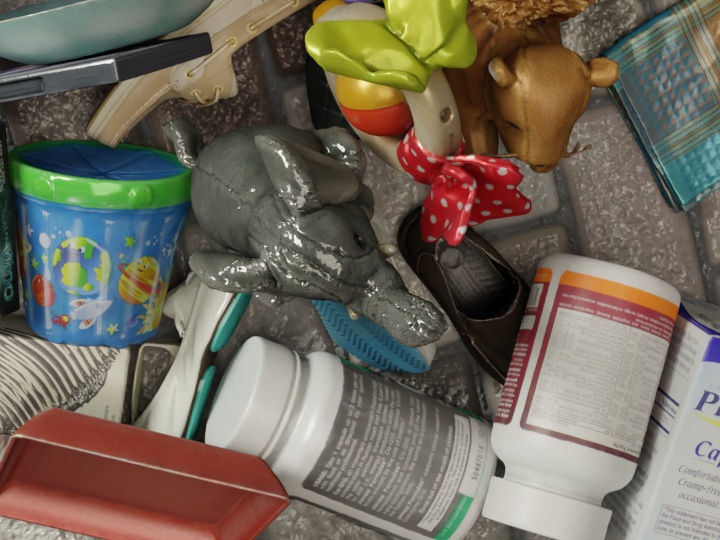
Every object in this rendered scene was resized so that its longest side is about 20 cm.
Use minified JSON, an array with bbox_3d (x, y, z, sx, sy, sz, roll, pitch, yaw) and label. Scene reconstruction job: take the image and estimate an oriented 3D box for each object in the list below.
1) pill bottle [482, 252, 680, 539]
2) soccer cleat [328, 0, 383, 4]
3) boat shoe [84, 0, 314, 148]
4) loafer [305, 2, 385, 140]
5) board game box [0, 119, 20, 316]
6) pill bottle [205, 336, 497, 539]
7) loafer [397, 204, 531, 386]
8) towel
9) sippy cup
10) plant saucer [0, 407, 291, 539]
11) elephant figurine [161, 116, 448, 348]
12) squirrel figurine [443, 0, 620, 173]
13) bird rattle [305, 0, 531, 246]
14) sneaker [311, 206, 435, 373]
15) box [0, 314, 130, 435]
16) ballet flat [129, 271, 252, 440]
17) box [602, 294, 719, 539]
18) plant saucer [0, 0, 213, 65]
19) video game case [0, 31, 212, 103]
[{"bbox_3d":[0.159,0.096,1.336,0.109,0.110,0.200,17,85,-13],"label":"pill bottle"},{"bbox_3d":[0.058,-0.236,1.245,0.200,0.076,0.067,-20,95,8],"label":"soccer cleat"},{"bbox_3d":[-0.113,-0.154,1.324,0.200,0.074,0.069,-44,99,0],"label":"boat shoe"},{"bbox_3d":[0.013,-0.189,1.340,0.073,0.072,0.200,21,104,27],"label":"loafer"},{"bbox_3d":[-0.334,-0.040,1.280,0.200,0.028,0.135,2,103,23],"label":"board game box"},{"bbox_3d":[-0.007,0.129,1.373,0.200,0.113,0.113,24,96,-19],"label":"pill bottle"},{"bbox_3d":[0.104,0.035,1.401,0.073,0.071,0.200,-45,105,1],"label":"loafer"},{"bbox_3d":[0.297,-0.156,1.422,0.200,0.022,0.147,-32,105,-2],"label":"towel"},{"bbox_3d":[-0.189,-0.017,1.310,0.178,0.140,0.131,15,108,31],"label":"sippy cup"},{"bbox_3d":[-0.167,0.157,1.337,0.200,0.200,0.037,14,64,-13],"label":"plant saucer"},{"bbox_3d":[-0.040,-0.028,1.193,0.155,0.200,0.142,-12,106,-3],"label":"elephant figurine"},{"bbox_3d":[0.111,-0.163,1.302,0.141,0.187,0.200,5,100,-11],"label":"squirrel figurine"},{"bbox_3d":[0.036,-0.116,1.242,0.113,0.163,0.200,-40,127,-14],"label":"bird rattle"},{"bbox_3d":[0.000,0.000,1.372,0.200,0.076,0.081,52,51,-30],"label":"sneaker"},{"bbox_3d":[-0.274,0.075,1.345,0.200,0.068,0.082,5,102,-11],"label":"box"},{"bbox_3d":[-0.130,0.054,1.373,0.069,0.069,0.200,20,98,-13],"label":"ballet flat"},{"bbox_3d":[0.251,0.133,1.389,0.105,0.184,0.200,16,99,-11],"label":"box"},{"bbox_3d":[-0.175,-0.172,1.243,0.201,0.201,0.039,-15,102,-7],"label":"plant saucer"},{"bbox_3d":[-0.218,-0.129,1.231,0.200,0.143,0.019,-8,101,22],"label":"video game case"}]
